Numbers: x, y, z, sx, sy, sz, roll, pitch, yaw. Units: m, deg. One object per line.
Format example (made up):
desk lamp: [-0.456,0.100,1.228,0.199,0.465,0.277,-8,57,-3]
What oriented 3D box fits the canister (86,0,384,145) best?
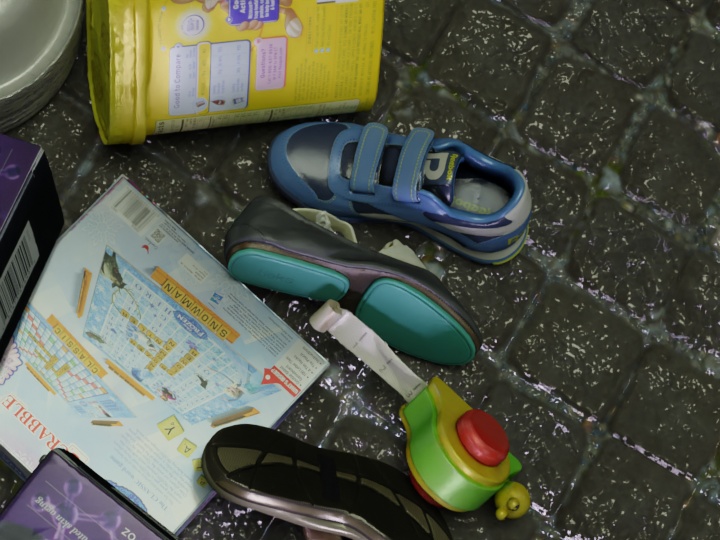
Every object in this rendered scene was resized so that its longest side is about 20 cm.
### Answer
canister: [-0.088,-0.170,1.442,0.198,0.150,0.087,-7,38,-16]

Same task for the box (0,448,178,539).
box: [-0.190,0.234,1.270,0.148,0.104,0.201,36,82,3]

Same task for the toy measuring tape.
toy measuring tape: [0.039,0.104,1.394,0.200,0.074,0.074,43,68,-7]

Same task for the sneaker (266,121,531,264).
sneaker: [0.032,-0.068,1.461,0.198,0.082,0.075,14,70,-3]

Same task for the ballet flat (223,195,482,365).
ballet flat: [0.000,0.000,1.433,0.199,0.073,0.074,22,68,-15]

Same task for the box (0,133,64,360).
box: [-0.316,-0.024,1.343,0.198,0.105,0.149,16,64,9]

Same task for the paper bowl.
paper bowl: [-0.293,-0.199,1.436,0.199,0.104,0.203,3,69,-8]

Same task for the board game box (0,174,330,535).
board game box: [-0.159,0.072,1.397,0.200,0.041,0.200,42,69,5]

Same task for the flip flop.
flip flop: [-0.022,0.165,1.376,0.199,0.058,0.081,21,34,-21]
